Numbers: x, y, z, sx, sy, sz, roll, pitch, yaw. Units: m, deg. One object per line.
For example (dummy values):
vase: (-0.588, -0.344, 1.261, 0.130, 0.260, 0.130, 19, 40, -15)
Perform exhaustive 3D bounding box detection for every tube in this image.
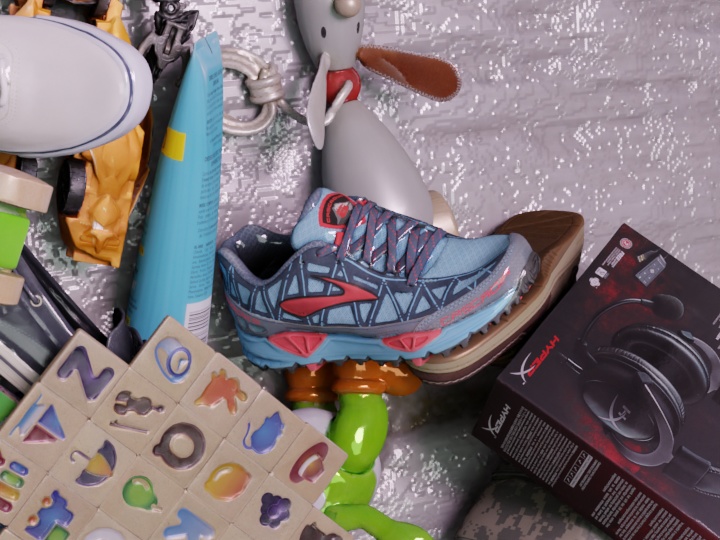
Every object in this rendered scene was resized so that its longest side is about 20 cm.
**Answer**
tube: (-0.100, -0.033, 0.835, 0.050, 0.077, 0.201, 9, 104, -4)

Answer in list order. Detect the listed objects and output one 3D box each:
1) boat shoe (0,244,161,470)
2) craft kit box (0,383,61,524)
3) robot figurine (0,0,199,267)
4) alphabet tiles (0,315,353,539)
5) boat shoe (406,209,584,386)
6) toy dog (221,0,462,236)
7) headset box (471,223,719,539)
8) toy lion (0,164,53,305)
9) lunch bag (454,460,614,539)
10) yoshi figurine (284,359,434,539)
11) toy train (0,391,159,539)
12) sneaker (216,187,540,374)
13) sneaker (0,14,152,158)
boat shoe: (-0.139, 0.054, 0.792, 0.200, 0.075, 0.062, 42, 89, -14)
craft kit box: (-0.287, 0.103, 0.747, 0.197, 0.049, 0.200, 37, 82, 5)
robot figurine: (-0.169, -0.108, 0.810, 0.144, 0.058, 0.201, 8, 94, -26)
alphabet tiles: (-0.101, 0.127, 0.765, 0.200, 0.006, 0.167, 41, 80, -25)
boat shoe: (0.089, 0.029, 0.910, 0.200, 0.072, 0.072, -44, 133, -53)
toy dog: (0.005, -0.074, 0.874, 0.132, 0.096, 0.200, -39, 111, -16)
headset box: (0.192, 0.091, 0.873, 0.200, 0.077, 0.149, 36, 59, 14)
toy lion: (-0.279, -0.048, 0.705, 0.200, 0.191, 0.069, 17, 90, -46)
lunch bag: (0.181, 0.179, 0.974, 0.200, 0.139, 0.168, 51, 59, -22)
yoshi figurine: (-0.004, 0.151, 0.876, 0.111, 0.112, 0.201, 5, 74, 14)
toy train: (-0.140, 0.166, 0.817, 0.200, 0.085, 0.116, 36, 94, 3)
sneaker: (0.000, 0.000, 0.816, 0.096, 0.199, 0.079, 66, 32, -22)
sneaker: (-0.204, -0.093, 0.729, 0.199, 0.071, 0.073, 5, 100, 14)
